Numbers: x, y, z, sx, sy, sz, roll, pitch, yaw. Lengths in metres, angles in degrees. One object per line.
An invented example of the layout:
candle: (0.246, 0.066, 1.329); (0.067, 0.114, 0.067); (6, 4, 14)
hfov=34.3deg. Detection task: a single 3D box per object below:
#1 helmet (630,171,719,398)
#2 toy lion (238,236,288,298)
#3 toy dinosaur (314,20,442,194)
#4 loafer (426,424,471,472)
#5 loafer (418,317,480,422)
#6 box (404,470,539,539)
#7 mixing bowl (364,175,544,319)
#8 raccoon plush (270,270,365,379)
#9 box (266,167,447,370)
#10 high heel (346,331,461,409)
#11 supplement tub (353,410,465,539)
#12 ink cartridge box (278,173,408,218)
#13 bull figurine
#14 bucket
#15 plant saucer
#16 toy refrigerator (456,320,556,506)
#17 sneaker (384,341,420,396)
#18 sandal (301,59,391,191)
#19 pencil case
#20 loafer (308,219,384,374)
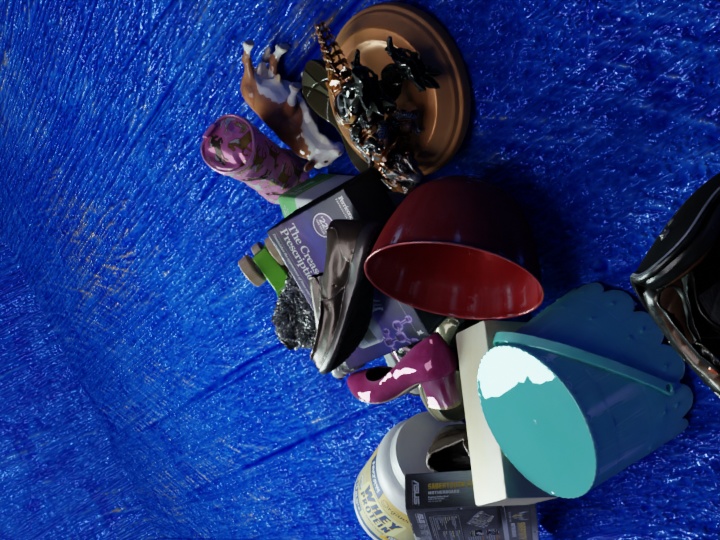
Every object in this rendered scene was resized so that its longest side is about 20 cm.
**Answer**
helmet: (0.327, 0.001, 0.905); (0.201, 0.190, 0.200); (51, -176, -5)
toy lion: (-0.087, 0.035, 1.683); (0.192, 0.068, 0.200); (52, -172, -7)
toy dinosaur: (0.006, -0.180, 1.275); (0.199, 0.103, 0.136); (39, 151, -6)
loafer: (0.163, 0.226, 1.429); (0.199, 0.071, 0.074); (-19, 100, 40)
loafer: (0.117, 0.116, 1.469); (0.068, 0.075, 0.202); (36, 142, 49)
box: (0.143, 0.307, 1.452); (0.201, 0.156, 0.049); (72, -166, -57)
mixing bowl: (0.109, -0.034, 1.276); (0.200, 0.198, 0.110); (142, 142, -61)
raccoon plush: (-0.047, 0.043, 1.497); (0.133, 0.096, 0.202); (14, 128, 45)
box: (0.000, 0.000, 1.407); (0.140, 0.079, 0.201); (-26, 98, 36)
high heel: (0.044, 0.116, 1.452); (0.199, 0.067, 0.097); (5, 114, 55)
supplement tub: (0.079, 0.289, 1.606); (0.145, 0.144, 0.201); (53, 150, 17)
ink cartridge box: (-0.008, -0.043, 1.534); (0.199, 0.084, 0.147); (10, 123, 56)
bull figurine: (-0.096, -0.222, 1.556); (0.200, 0.065, 0.122); (41, 141, 31)
bucket: (0.228, 0.128, 1.230); (0.207, 0.134, 0.209); (39, 143, 37)
plant saucer: (0.034, -0.200, 1.325); (0.199, 0.037, 0.202); (19, 121, 34)
toy refrigerator: (0.165, 0.164, 1.338); (0.070, 0.075, 0.202); (-32, 59, 56)
sneaker: (0.049, 0.072, 1.569); (0.200, 0.080, 0.087); (42, 125, 32)
sandal: (0.002, -0.184, 1.429); (0.200, 0.054, 0.082); (48, 134, 23)
pencil case: (-0.139, -0.147, 1.567); (0.200, 0.085, 0.084); (25, -119, -70)
loafer: (-0.024, 0.025, 1.346); (0.070, 0.073, 0.202); (26, 116, 21)
